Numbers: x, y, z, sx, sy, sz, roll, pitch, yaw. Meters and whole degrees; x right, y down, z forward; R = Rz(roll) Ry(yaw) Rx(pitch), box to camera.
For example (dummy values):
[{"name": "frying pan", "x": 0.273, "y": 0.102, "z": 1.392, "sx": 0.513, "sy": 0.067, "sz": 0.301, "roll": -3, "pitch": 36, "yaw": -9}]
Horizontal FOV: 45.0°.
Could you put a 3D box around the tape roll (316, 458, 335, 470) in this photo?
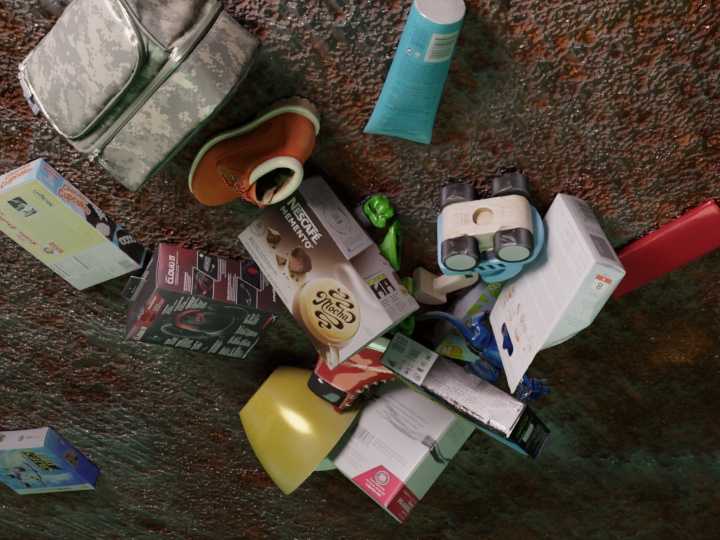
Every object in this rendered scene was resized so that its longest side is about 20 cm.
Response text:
[{"name": "tape roll", "x": -0.100, "y": 0.310, "z": 1.596, "sx": 0.202, "sy": 0.037, "sz": 0.203, "roll": 2, "pitch": 144, "yaw": 2}]

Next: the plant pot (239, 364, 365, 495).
[{"name": "plant pot", "x": -0.109, "y": 0.234, "z": 1.396, "sx": 0.142, "sy": 0.200, "sz": 0.200, "roll": 40, "pitch": 137, "yaw": 0}]

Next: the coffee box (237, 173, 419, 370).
[{"name": "coffee box", "x": -0.039, "y": 0.000, "z": 1.040, "sx": 0.113, "sy": 0.080, "sz": 0.200, "roll": -38, "pitch": 83, "yaw": 31}]

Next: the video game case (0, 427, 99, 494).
[{"name": "video game case", "x": -0.650, "y": 0.382, "z": 1.731, "sx": 0.180, "sy": 0.046, "sz": 0.200, "roll": -8, "pitch": 141, "yaw": 13}]

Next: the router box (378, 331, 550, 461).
[{"name": "router box", "x": 0.137, "y": 0.164, "z": 1.123, "sx": 0.199, "sy": 0.051, "sz": 0.149, "roll": 28, "pitch": 171, "yaw": 32}]

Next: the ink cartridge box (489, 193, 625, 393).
[{"name": "ink cartridge box", "x": 0.230, "y": 0.031, "z": 1.047, "sx": 0.050, "sy": 0.162, "sz": 0.201, "roll": 15, "pitch": 120, "yaw": -13}]

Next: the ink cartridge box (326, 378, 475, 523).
[{"name": "ink cartridge box", "x": 0.066, "y": 0.260, "z": 1.349, "sx": 0.145, "sy": 0.200, "sz": 0.083, "roll": 31, "pitch": 165, "yaw": 40}]

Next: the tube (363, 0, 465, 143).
[{"name": "tube", "x": 0.059, "y": -0.200, "z": 0.904, "sx": 0.077, "sy": 0.051, "sz": 0.200, "roll": 12, "pitch": 147, "yaw": -5}]

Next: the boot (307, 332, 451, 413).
[{"name": "boot", "x": 0.027, "y": 0.159, "z": 1.306, "sx": 0.199, "sy": 0.072, "sz": 0.145, "roll": 16, "pitch": 109, "yaw": -6}]

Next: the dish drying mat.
[{"name": "dish drying mat", "x": 0.390, "y": -0.025, "z": 1.128, "sx": 0.077, "sy": 0.018, "sz": 0.200, "roll": 29, "pitch": 137, "yaw": -28}]

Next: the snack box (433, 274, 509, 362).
[{"name": "snack box", "x": 0.206, "y": 0.065, "z": 1.232, "sx": 0.142, "sy": 0.053, "sz": 0.200, "roll": 15, "pitch": 141, "yaw": -12}]

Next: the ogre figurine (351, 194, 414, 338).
[{"name": "ogre figurine", "x": 0.000, "y": 0.000, "z": 1.124, "sx": 0.119, "sy": 0.098, "sz": 0.200, "roll": -2, "pitch": 140, "yaw": 16}]

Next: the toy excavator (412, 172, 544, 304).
[{"name": "toy excavator", "x": 0.142, "y": -0.018, "z": 1.106, "sx": 0.193, "sy": 0.100, "sz": 0.200, "roll": -8, "pitch": 150, "yaw": 17}]

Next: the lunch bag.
[{"name": "lunch bag", "x": -0.225, "y": -0.200, "z": 0.860, "sx": 0.168, "sy": 0.140, "sz": 0.200, "roll": 42, "pitch": 130, "yaw": -19}]

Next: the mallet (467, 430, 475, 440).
[{"name": "mallet", "x": 0.105, "y": 0.268, "z": 1.528, "sx": 0.199, "sy": 0.041, "sz": 0.066, "roll": -4, "pitch": 139, "yaw": 16}]

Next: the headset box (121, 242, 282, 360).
[{"name": "headset box", "x": -0.227, "y": 0.046, "z": 1.207, "sx": 0.199, "sy": 0.075, "sz": 0.149, "roll": 13, "pitch": 142, "yaw": -25}]

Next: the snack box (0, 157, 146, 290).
[{"name": "snack box", "x": -0.390, "y": -0.055, "z": 1.137, "sx": 0.116, "sy": 0.037, "sz": 0.200, "roll": -17, "pitch": 138, "yaw": 23}]

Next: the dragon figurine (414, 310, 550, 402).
[{"name": "dragon figurine", "x": 0.171, "y": 0.114, "z": 1.174, "sx": 0.199, "sy": 0.100, "sz": 0.059, "roll": 22, "pitch": 140, "yaw": -20}]

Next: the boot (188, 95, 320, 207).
[{"name": "boot", "x": -0.132, "y": -0.109, "z": 0.989, "sx": 0.200, "sy": 0.108, "sz": 0.075, "roll": -27, "pitch": 135, "yaw": 36}]
